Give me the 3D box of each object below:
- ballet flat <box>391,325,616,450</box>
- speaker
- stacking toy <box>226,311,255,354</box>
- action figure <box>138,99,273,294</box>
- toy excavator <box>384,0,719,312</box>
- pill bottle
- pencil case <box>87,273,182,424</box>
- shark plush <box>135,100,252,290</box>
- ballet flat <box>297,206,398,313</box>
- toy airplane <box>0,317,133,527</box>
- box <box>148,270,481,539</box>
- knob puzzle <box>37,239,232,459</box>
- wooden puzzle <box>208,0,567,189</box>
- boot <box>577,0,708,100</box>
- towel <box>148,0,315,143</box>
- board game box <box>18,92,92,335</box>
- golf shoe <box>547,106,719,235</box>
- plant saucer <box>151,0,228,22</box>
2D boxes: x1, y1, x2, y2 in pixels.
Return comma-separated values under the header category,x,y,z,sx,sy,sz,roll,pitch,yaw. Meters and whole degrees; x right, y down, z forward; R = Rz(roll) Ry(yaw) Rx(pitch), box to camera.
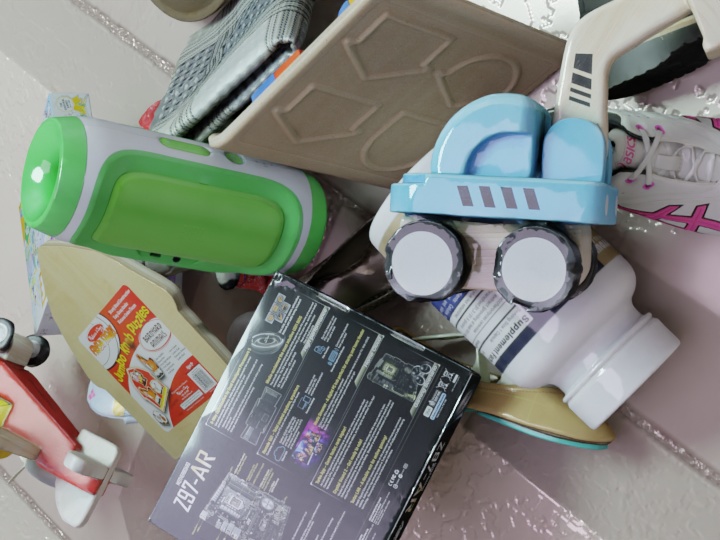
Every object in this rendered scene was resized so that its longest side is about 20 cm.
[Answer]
category,x,y,z,sx,sy,sz,roll,pitch,yaw
ballet flat,0.091,0.079,0.898,0.200,0.069,0.063,10,91,34
speaker,-0.125,-0.048,0.859,0.088,0.200,0.089,-20,65,52
stacking toy,-0.062,0.117,0.999,0.146,0.146,0.200,-51,53,32
action figure,-0.095,-0.065,1.008,0.099,0.065,0.200,-38,74,34
toy excavator,0.113,-0.079,0.714,0.194,0.100,0.200,3,94,18
pill bottle,0.111,0.007,0.832,0.200,0.111,0.111,45,122,11
pencil case,-0.194,0.030,1.088,0.091,0.083,0.200,30,119,55
shark plush,-0.126,-0.080,0.953,0.083,0.091,0.200,-128,51,-57
ballet flat,0.000,0.000,0.938,0.200,0.046,0.067,-35,82,20
toy airplane,-0.302,0.156,1.102,0.141,0.199,0.200,-44,112,-1
box,-0.032,0.124,0.870,0.160,0.044,0.200,26,89,16
knob puzzle,-0.176,0.047,0.990,0.219,0.030,0.220,26,139,24
wooden puzzle,0.022,-0.127,0.840,0.200,0.185,0.046,-34,60,38
boot,0.204,-0.203,0.753,0.200,0.077,0.139,-22,81,37
towel,-0.099,-0.167,0.930,0.035,0.193,0.200,34,130,-23
board game box,-0.261,-0.044,1.085,0.200,0.034,0.135,128,133,-56
golf shoe,0.190,-0.062,0.776,0.200,0.092,0.073,11,99,33
plant saucer,-0.136,-0.299,0.988,0.200,0.029,0.200,21,118,48
